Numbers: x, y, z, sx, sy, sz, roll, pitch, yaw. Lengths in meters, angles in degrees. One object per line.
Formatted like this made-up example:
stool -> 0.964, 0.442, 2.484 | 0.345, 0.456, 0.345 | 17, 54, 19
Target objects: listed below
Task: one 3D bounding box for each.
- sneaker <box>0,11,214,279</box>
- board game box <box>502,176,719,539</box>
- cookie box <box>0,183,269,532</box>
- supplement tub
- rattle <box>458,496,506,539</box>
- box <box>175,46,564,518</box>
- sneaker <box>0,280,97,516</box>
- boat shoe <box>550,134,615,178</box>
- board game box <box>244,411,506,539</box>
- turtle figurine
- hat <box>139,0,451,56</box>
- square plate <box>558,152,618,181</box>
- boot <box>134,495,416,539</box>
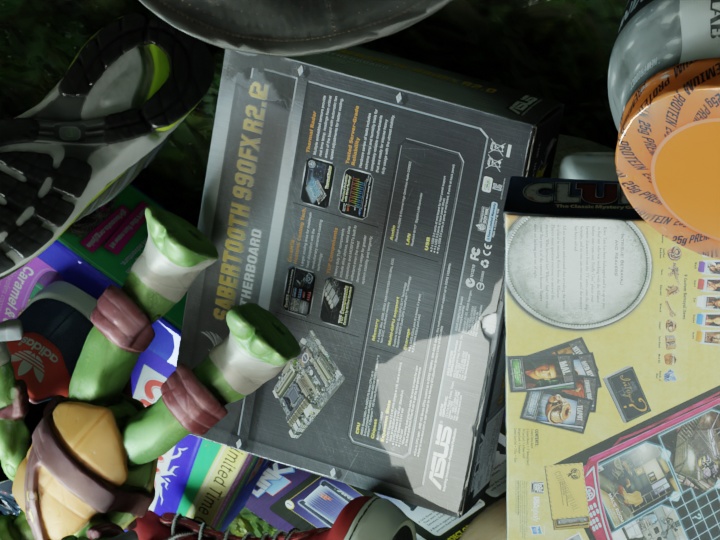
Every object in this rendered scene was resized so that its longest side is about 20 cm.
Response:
sneaker -> -0.154, -0.042, 1.411 | 0.074, 0.200, 0.081 | 47, 153, 11
board game box -> 0.133, 0.055, 1.311 | 0.134, 0.035, 0.201 | 3, 122, 8
cookie box -> -0.133, 0.044, 1.530 | 0.199, 0.075, 0.172 | 34, 135, 6
supplement tub -> 0.171, -0.106, 1.189 | 0.122, 0.201, 0.123 | 11, 138, 11
rattle -> 0.059, 0.134, 1.540 | 0.129, 0.143, 0.201 | -1, 128, -23
box -> 0.000, 0.000, 1.374 | 0.157, 0.048, 0.201 | 16, 109, 17
sneaker -> -0.178, 0.097, 1.486 | 0.075, 0.085, 0.201 | 27, 134, 14
boat shoe -> 0.142, -0.008, 1.402 | 0.199, 0.075, 0.062 | 22, 121, -9
board game box -> 0.030, 0.095, 1.576 | 0.165, 0.057, 0.200 | 37, 137, -14
turtle figurine -> -0.137, 0.069, 1.328 | 0.200, 0.144, 0.194 | 35, 103, -35
hat -> -0.018, -0.182, 1.264 | 0.199, 0.202, 0.081 | 13, 179, 9
square plate -> 0.187, 0.034, 1.373 | 0.198, 0.029, 0.199 | 1, 125, -1
boot -> -0.052, 0.147, 1.441 | 0.144, 0.073, 0.200 | 32, 149, 8
